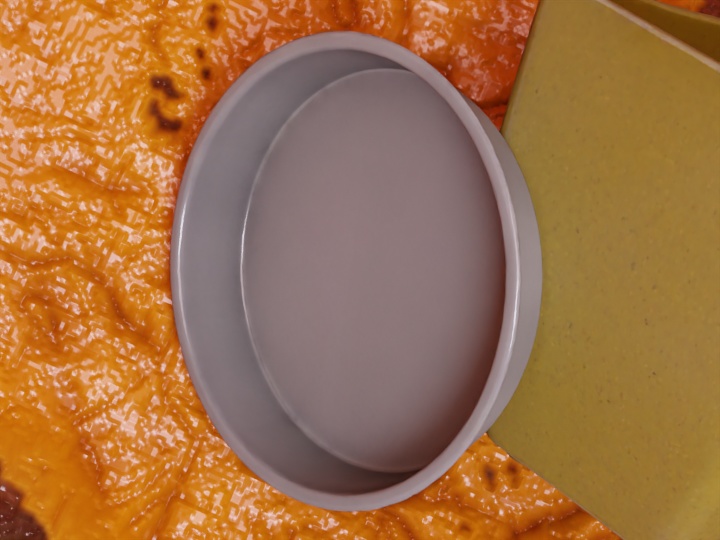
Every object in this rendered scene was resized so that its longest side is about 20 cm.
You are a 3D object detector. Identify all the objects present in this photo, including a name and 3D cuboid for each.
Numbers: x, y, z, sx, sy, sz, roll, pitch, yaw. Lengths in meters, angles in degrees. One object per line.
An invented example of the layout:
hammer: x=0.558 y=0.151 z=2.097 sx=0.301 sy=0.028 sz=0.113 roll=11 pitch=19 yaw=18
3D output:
cake pan: x=0.000 y=0.000 z=1.209 sx=0.037 sy=0.200 sz=0.201 roll=-3 pitch=84 yaw=-47
plant pot: x=0.160 y=0.015 z=1.203 sx=0.195 sy=0.194 sz=0.201 roll=10 pitch=109 yaw=-48
